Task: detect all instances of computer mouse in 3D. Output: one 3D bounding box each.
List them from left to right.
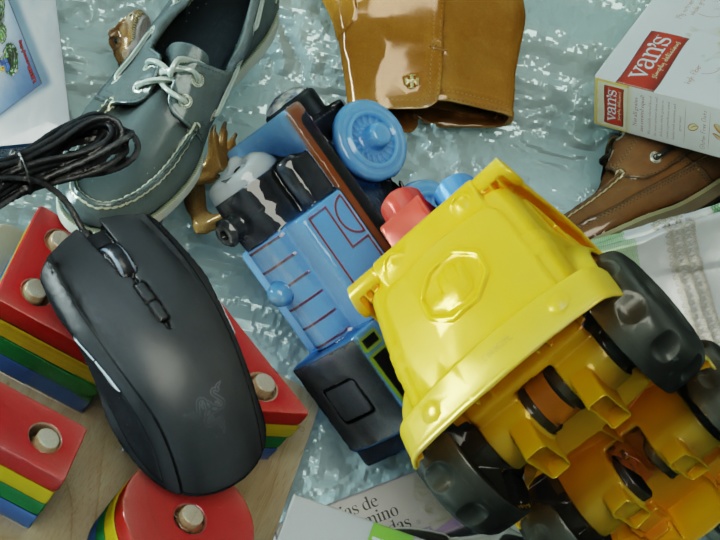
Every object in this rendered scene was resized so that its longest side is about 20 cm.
[{"bbox_3d":[-0.131,0.021,1.024,0.140,0.046,0.200,-20,77,-24],"label":"computer mouse"}]

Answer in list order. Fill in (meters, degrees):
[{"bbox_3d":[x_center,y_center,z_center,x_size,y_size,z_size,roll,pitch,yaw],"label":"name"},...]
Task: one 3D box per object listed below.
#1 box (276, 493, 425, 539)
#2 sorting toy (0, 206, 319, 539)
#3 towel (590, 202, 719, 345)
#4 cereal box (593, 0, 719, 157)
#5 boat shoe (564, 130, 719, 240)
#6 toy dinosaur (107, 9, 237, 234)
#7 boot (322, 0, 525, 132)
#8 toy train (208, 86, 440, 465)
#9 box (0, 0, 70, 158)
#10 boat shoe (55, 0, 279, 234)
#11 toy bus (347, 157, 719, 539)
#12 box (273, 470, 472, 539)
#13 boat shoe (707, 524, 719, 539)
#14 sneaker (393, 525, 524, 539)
[{"bbox_3d":[0.035,0.212,1.038,0.200,0.041,0.156,19,64,4],"label":"box"},{"bbox_3d":[-0.121,0.079,1.082,0.199,0.070,0.200,30,44,-10],"label":"sorting toy"},{"bbox_3d":[0.215,0.030,1.148,0.200,0.031,0.150,-16,80,-12],"label":"towel"},{"bbox_3d":[0.246,-0.107,1.194,0.200,0.040,0.144,18,45,23],"label":"cereal box"},{"bbox_3d":[0.161,-0.046,1.219,0.200,0.072,0.068,-25,72,-22],"label":"boat shoe"},{"bbox_3d":[-0.115,-0.041,1.199,0.106,0.060,0.200,0,74,26],"label":"toy dinosaur"},{"bbox_3d":[-0.003,-0.155,1.227,0.201,0.071,0.144,9,69,-9],"label":"boot"},{"bbox_3d":[0.000,0.000,1.148,0.114,0.087,0.200,-39,96,-38],"label":"toy train"},{"bbox_3d":[-0.239,-0.153,1.218,0.136,0.038,0.200,-6,74,-8],"label":"box"},{"bbox_3d":[-0.101,-0.100,1.132,0.073,0.062,0.200,23,55,12],"label":"boat shoe"},{"bbox_3d":[0.088,0.036,1.063,0.136,0.200,0.192,-42,46,12],"label":"toy bus"},{"bbox_3d":[0.050,0.122,1.165,0.200,0.041,0.039,-20,75,-11],"label":"box"},{"bbox_3d":[0.232,0.053,1.194,0.075,0.062,0.200,26,72,1],"label":"boat shoe"},{"bbox_3d":[0.048,0.176,1.125,0.200,0.083,0.081,-10,65,-10],"label":"sneaker"}]
